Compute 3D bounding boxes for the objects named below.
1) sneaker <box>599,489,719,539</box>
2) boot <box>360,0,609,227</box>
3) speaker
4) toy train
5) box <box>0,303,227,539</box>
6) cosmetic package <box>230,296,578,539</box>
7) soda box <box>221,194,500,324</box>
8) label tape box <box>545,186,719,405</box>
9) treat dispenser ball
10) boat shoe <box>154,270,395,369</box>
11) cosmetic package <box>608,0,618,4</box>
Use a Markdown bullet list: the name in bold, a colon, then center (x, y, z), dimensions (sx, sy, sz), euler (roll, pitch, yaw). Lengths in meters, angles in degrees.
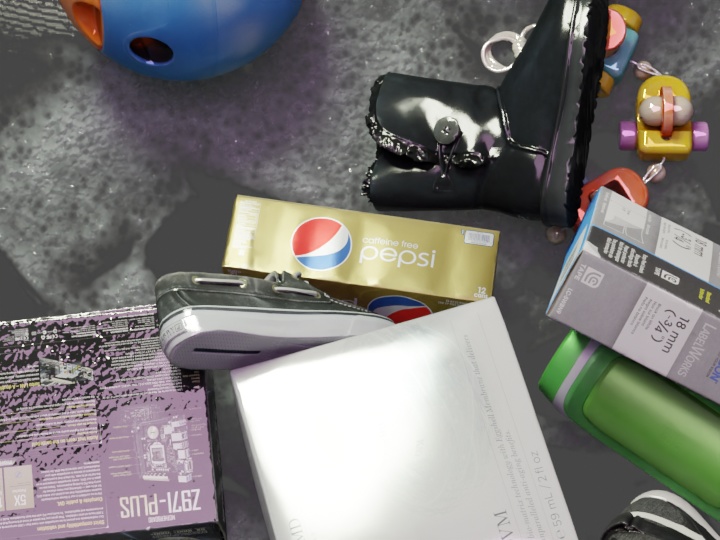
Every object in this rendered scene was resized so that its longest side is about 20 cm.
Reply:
- **sneaker**: center (0.248, 0.241, 1.572), dimensions (0.199, 0.112, 0.073), euler (35, 119, 17)
- **boot**: center (0.090, -0.135, 1.682), dimensions (0.167, 0.076, 0.202), euler (9, 87, 17)
- **speaker**: center (0.229, 0.110, 1.631), dimensions (0.199, 0.089, 0.089), euler (34, 76, 10)
- **toy train**: center (0.180, -0.118, 1.715), dimensions (0.149, 0.056, 0.201), euler (-25, 75, -7)
- **box**: center (-0.202, 0.120, 1.628), dimensions (0.198, 0.086, 0.165), euler (-7, 73, -2)
- **cosmetic package**: center (0.030, 0.153, 1.582), dimensions (0.198, 0.123, 0.201), euler (-16, 62, -3)
- **soda box**: center (0.000, 0.000, 1.668), dimensions (0.198, 0.068, 0.064), euler (8, 60, 3)
- **label tape box**: center (0.239, 0.030, 1.611), dimensions (0.199, 0.144, 0.064), euler (27, 113, 1)
- **treat dispenser ball**: center (-0.132, -0.241, 1.677), dimensions (0.199, 0.201, 0.203), euler (0, 73, 0)
- **boat shoe**: center (-0.055, 0.031, 1.607), dimensions (0.199, 0.072, 0.071), euler (8, 54, -37)
- **cosmetic package**: center (0.119, -0.284, 1.736), dimensions (0.198, 0.113, 0.082), euler (17, 74, 8)
